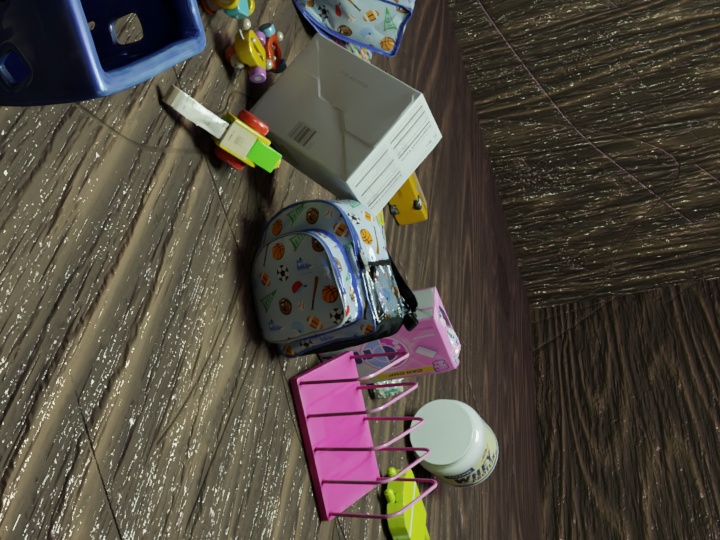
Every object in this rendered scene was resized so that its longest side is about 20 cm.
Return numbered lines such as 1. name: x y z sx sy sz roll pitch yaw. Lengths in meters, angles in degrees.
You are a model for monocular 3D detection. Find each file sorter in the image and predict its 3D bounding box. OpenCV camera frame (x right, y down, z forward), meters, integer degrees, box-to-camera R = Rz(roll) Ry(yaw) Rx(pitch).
1. file sorter: 0.012 0.221 1.330 0.139 0.125 0.201 -21 101 -55

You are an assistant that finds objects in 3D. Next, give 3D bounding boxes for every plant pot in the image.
1. plant pot: -0.242 -0.213 0.672 0.200 0.179 0.201 -60 137 -67

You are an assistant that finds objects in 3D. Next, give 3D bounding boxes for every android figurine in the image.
1. android figurine: 0.077 0.421 1.654 0.182 0.041 0.200 -80 155 -51

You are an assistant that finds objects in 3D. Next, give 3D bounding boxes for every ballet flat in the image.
1. ballet flat: 0.055 0.145 1.714 0.200 0.071 0.072 -85 158 -46

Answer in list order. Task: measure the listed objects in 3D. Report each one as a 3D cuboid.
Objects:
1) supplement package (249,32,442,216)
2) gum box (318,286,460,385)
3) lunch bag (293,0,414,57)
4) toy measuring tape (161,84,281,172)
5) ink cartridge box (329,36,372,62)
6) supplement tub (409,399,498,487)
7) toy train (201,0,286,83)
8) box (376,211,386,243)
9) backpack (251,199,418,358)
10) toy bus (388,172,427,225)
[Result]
1. supplement package: -0.022 -0.195 1.322 0.200 0.156 0.111 36 -8 31
2. gum box: 0.041 0.100 1.434 0.066 0.199 0.114 -84 156 -46
3. lunch bag: -0.011 -0.474 1.685 0.170 0.199 0.124 -81 -168 -49
4. toy measuring tape: -0.168 -0.172 1.157 0.200 0.073 0.074 30 49 -47
5. ink cartridge box: -0.027 -0.415 1.787 0.119 0.042 0.200 53 25 -29
6. supplement tub: 0.180 0.333 1.884 0.200 0.144 0.146 48 35 -62
7. toy train: -0.157 -0.330 1.295 0.151 0.055 0.200 -85 161 -48
8. box: -0.001 -0.127 1.688 0.070 0.064 0.201 40 42 -67
9. backpack: -0.050 0.005 1.241 0.154 0.199 0.191 9 68 -60
10. toy bus: 0.084 -0.179 2.020 0.200 0.065 0.078 64 22 -45
